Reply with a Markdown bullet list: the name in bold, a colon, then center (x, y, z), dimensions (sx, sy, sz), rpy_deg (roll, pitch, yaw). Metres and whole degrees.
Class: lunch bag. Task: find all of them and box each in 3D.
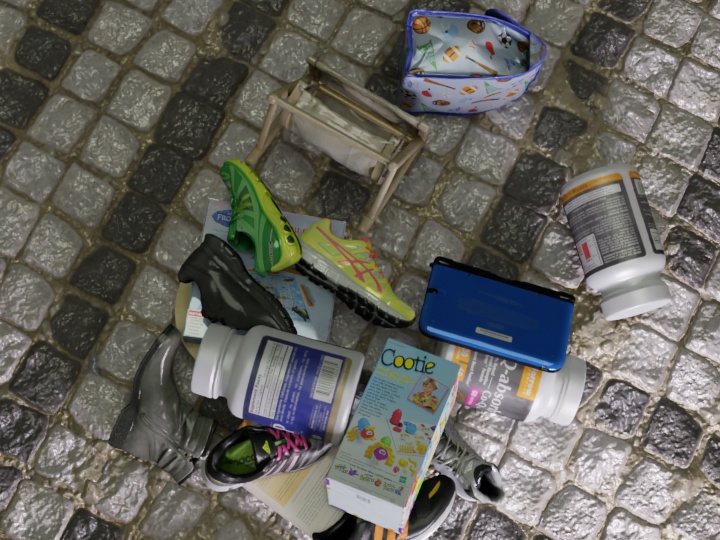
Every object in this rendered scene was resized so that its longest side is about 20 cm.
- **lunch bag**: center (0.157, -0.297, 1.591), dimensions (0.198, 0.170, 0.125), rpy_deg (4, 82, -1)

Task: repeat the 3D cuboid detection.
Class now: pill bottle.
- **pill bottle**: center (0.363, -0.039, 1.561), dimensions (0.115, 0.116, 0.201), rpy_deg (-13, 78, -6)
- **pill bottle**: center (0.201, 0.141, 1.520), dimensions (0.198, 0.116, 0.117), rpy_deg (15, 77, 1)
- **pill bottle**: center (-0.103, 0.135, 1.382), dimensions (0.199, 0.120, 0.121), rpy_deg (15, 77, 3)

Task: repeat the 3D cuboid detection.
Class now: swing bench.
- **swing bench**: center (-0.021, -0.190, 1.536), dimensions (0.198, 0.130, 0.200), rpy_deg (30, 40, 4)

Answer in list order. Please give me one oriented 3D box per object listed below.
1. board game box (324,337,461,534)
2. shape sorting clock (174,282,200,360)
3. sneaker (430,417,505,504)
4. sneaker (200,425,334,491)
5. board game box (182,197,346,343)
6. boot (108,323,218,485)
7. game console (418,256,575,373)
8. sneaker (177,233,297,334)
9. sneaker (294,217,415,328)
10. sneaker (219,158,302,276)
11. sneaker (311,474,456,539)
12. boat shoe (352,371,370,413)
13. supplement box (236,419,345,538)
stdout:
- **board game box**: center (0.043, 0.207, 1.385), dimensions (0.104, 0.103, 0.201), rpy_deg (20, 62, 12)
- **shape sorting clock**: center (-0.162, 0.057, 1.557), dimensions (0.198, 0.039, 0.202), rpy_deg (2, 74, -6)
- **sneaker**: center (0.124, 0.239, 1.464), dimensions (0.200, 0.115, 0.075), rpy_deg (42, 79, -16)
- **sneaker**: center (-0.113, 0.228, 1.421), dimensions (0.199, 0.087, 0.074), rpy_deg (-20, 78, -7)
- **board game box**: center (-0.131, 0.014, 1.530), dimensions (0.198, 0.041, 0.201), rpy_deg (10, 74, -4)
- **boot**: center (-0.247, 0.181, 1.495), dimensions (0.130, 0.068, 0.201), rpy_deg (25, 104, 1)
- **game console**: center (0.181, 0.060, 1.514), dimensions (0.199, 0.119, 0.172), rpy_deg (16, 60, 1)
- **sneaker**: center (-0.160, 0.047, 1.467), dimensions (0.091, 0.076, 0.200), rpy_deg (-43, 80, -3)
- **sneaker**: center (0.000, 0.000, 1.491), dimensions (0.199, 0.078, 0.090), rpy_deg (37, 71, 3)
- **sneaker**: center (-0.151, -0.075, 1.479), dimensions (0.083, 0.074, 0.200), rpy_deg (-33, 54, 1)
- **sneaker**: center (0.030, 0.315, 1.413), dimensions (0.200, 0.070, 0.090), rpy_deg (-37, 111, -3)
- **boat shoe**: center (-0.001, 0.168, 1.530), dimensions (0.199, 0.069, 0.057), rpy_deg (21, 78, -6)
- **supplement box**: center (-0.082, 0.271, 1.495), dimensions (0.199, 0.074, 0.126), rpy_deg (36, 78, 7)
